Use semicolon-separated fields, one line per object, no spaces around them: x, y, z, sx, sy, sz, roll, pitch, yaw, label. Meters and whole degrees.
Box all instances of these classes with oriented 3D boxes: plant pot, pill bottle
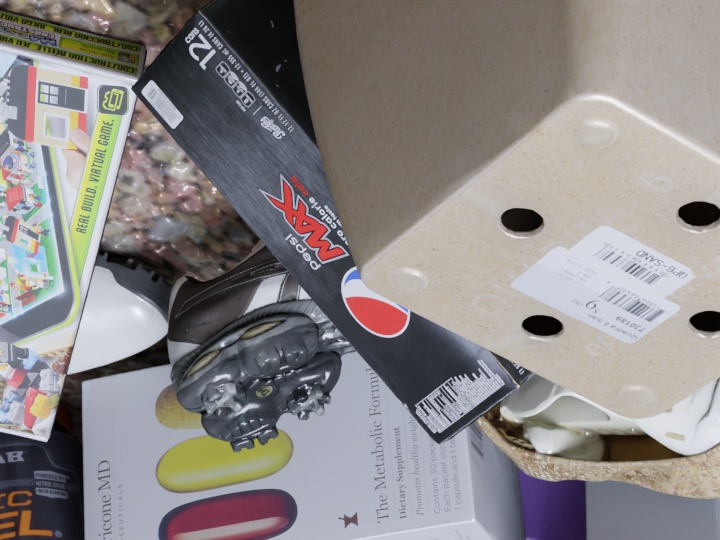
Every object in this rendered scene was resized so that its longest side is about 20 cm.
0.097;-0.068;0.819;0.199;0.178;0.200;27;138;-24;plant pot
-0.177;0.155;1.179;0.106;0.200;0.106;-7;135;-7;pill bottle

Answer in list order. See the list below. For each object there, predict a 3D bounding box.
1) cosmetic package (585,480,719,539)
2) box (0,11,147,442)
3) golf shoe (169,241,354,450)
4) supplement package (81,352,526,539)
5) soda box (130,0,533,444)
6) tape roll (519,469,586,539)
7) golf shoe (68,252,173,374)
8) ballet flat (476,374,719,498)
0.167;0.107;1.063;0.090;0.201;0.107;-27;132;38;cosmetic package
-0.172;-0.021;1.026;0.110;0.035;0.201;13;121;-8;box
0.000;0.000;1.050;0.199;0.095;0.078;-22;140;-3;golf shoe
-0.028;0.106;1.136;0.199;0.114;0.110;-12;154;15;supplement package
0.001;-0.030;0.940;0.200;0.071;0.063;50;135;0;soda box
0.056;0.168;1.279;0.199;0.066;0.200;4;144;3;tape roll
-0.185;0.047;1.132;0.199;0.095;0.078;-8;140;16;golf shoe
0.125;0.063;0.998;0.065;0.071;0.200;27;155;-36;ballet flat
